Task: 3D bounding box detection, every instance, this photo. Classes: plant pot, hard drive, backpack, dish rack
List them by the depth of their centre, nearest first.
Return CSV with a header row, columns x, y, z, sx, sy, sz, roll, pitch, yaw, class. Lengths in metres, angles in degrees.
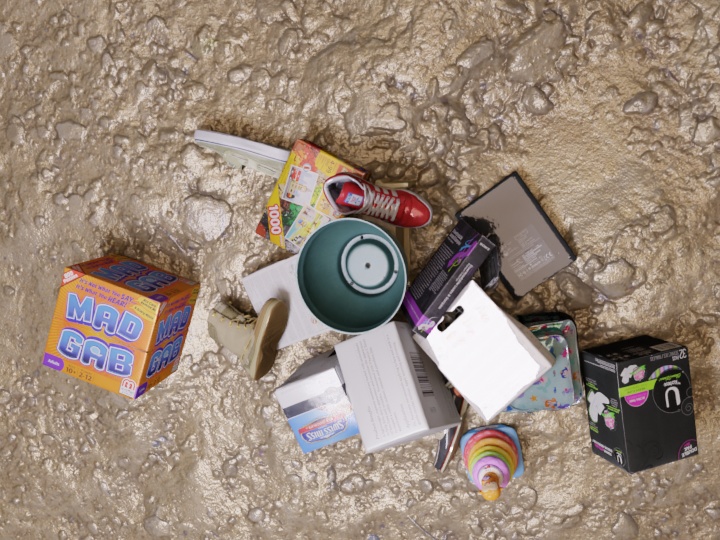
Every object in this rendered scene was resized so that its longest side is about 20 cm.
x,y,z,sx,sy,sz,roll,pitch,yaw,class
0.000,0.000,1.369,0.198,0.134,0.202,3,100,16,plant pot
0.177,0.024,1.400,0.054,0.154,0.200,30,121,-19,dish rack
0.305,0.175,1.421,0.198,0.151,0.179,-6,99,16,backpack
0.290,-0.065,1.438,0.139,0.033,0.201,-35,91,14,hard drive

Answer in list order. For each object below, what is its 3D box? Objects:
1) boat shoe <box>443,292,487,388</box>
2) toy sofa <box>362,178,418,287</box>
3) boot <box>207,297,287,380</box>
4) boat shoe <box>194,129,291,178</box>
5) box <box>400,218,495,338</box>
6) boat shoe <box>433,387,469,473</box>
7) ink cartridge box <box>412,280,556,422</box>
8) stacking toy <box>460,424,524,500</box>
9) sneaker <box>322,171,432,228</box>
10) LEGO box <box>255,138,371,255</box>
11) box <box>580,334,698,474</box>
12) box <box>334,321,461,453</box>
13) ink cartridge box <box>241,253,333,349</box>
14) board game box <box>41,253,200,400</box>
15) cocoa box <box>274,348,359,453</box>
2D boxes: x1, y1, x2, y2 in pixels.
x,y,z,sx,sy,sz,roll,pitch,yaw,class
0.184,0.121,1.447,0.062,0.075,0.202,17,80,1,boat shoe
0.054,-0.073,1.457,0.097,0.083,0.202,0,99,16,toy sofa
-0.226,0.101,1.507,0.155,0.073,0.201,38,134,22,boot
-0.231,-0.227,1.492,0.198,0.072,0.063,15,99,5,boat shoe
0.148,0.010,1.355,0.036,0.143,0.201,32,100,-15,box
0.170,0.294,1.499,0.062,0.071,0.202,16,99,15,boat shoe
0.214,0.138,1.344,0.200,0.050,0.161,49,112,10,ink cartridge box
0.242,0.374,1.430,0.115,0.200,0.111,-13,97,13,stacking toy
0.026,-0.120,1.354,0.198,0.112,0.072,20,103,11,sneaker
-0.090,-0.131,1.477,0.148,0.077,0.201,27,103,6,LEGO box
0.498,0.236,1.378,0.147,0.124,0.202,-10,98,-13,box
0.071,0.211,1.407,0.130,0.200,0.201,-23,75,20,box
-0.125,0.053,1.493,0.199,0.050,0.163,-22,94,34,ink cartridge box
-0.467,0.103,1.521,0.198,0.200,0.201,20,102,6,board game box
-0.053,0.236,1.464,0.133,0.200,0.132,-23,94,15,cocoa box
